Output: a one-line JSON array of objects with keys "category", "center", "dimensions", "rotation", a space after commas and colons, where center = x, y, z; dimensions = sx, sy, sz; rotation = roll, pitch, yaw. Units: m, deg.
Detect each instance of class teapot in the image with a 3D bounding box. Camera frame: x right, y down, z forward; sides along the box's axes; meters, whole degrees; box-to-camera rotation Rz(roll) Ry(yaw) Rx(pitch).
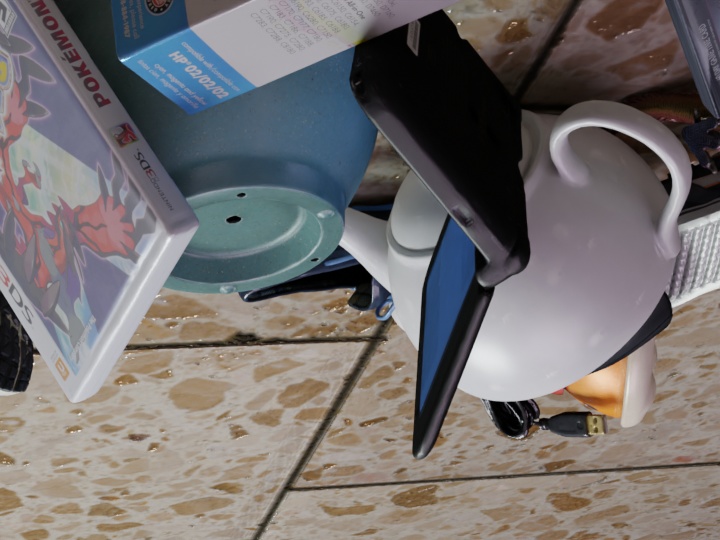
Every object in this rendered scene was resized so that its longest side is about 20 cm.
[{"category": "teapot", "center": [0.090, -0.029, 1.072], "dimensions": [0.200, 0.198, 0.146], "rotation": [-42, 118, 3]}]

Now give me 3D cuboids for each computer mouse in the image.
[{"category": "computer mouse", "center": [0.136, 0.067, 1.183], "dimensions": [0.199, 0.046, 0.141], "rotation": [-15, 121, 44]}]

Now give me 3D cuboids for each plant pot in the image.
[{"category": "plant pot", "center": [-0.075, -0.071, 0.949], "dimensions": [0.199, 0.135, 0.201], "rotation": [-9, 154, -4]}]

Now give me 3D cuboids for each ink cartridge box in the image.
[{"category": "ink cartridge box", "center": [-0.017, -0.166, 0.800], "dimensions": [0.199, 0.116, 0.068], "rotation": [-20, 152, 20]}]

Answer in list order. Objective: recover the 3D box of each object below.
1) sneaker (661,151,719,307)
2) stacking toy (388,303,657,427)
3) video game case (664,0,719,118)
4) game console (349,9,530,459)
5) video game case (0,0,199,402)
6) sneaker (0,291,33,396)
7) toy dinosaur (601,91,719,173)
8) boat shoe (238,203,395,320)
[{"category": "sneaker", "center": [0.214, -0.025, 1.157], "dimensions": [0.199, 0.079, 0.079], "rotation": [-11, 118, 42]}, {"category": "stacking toy", "center": [0.120, 0.032, 1.277], "dimensions": [0.198, 0.147, 0.146], "rotation": [6, 156, 9]}, {"category": "video game case", "center": [0.246, -0.175, 0.899], "dimensions": [0.200, 0.019, 0.143], "rotation": [-40, 150, 2]}, {"category": "game console", "center": [0.022, -0.039, 0.894], "dimensions": [0.116, 0.200, 0.176], "rotation": [-35, 110, 19]}, {"category": "video game case", "center": [-0.169, -0.046, 0.925], "dimensions": [0.023, 0.183, 0.200], "rotation": [-26, 165, -34]}, {"category": "sneaker", "center": [-0.302, 0.030, 1.152], "dimensions": [0.086, 0.078, 0.200], "rotation": [-20, 142, 33]}, {"category": "toy dinosaur", "center": [0.284, -0.118, 1.097], "dimensions": [0.180, 0.106, 0.199], "rotation": [-7, -165, -36]}, {"category": "boat shoe", "center": [0.000, 0.000, 1.193], "dimensions": [0.198, 0.069, 0.084], "rotation": [-3, 154, -17]}]
